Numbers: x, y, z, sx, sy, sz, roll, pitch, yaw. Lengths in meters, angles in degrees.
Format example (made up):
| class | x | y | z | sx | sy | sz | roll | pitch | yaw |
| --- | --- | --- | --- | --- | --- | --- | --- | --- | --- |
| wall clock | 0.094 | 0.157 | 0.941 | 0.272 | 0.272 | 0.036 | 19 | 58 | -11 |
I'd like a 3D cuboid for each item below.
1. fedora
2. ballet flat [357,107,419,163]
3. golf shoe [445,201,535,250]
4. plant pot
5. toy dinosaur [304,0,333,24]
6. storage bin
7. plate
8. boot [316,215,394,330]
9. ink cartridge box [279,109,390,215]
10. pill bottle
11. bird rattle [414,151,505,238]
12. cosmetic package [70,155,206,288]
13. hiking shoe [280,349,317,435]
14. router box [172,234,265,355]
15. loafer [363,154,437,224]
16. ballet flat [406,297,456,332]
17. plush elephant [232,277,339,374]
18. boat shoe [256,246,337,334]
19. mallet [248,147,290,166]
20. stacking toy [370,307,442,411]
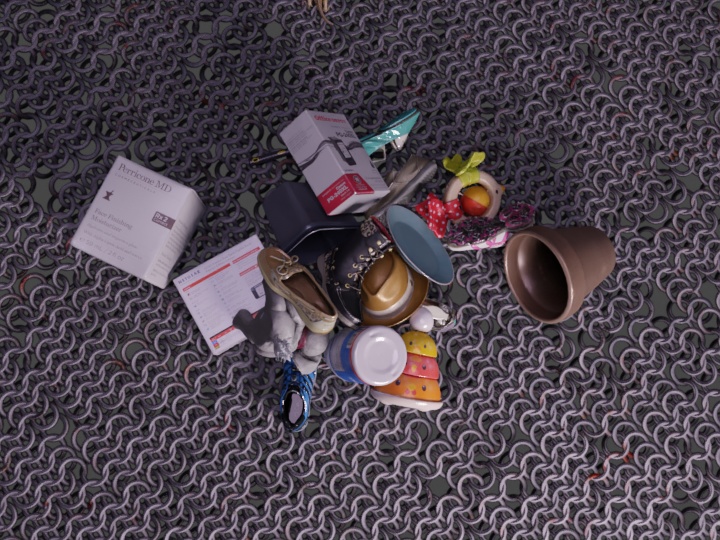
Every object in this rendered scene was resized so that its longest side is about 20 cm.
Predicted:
| class | x | y | z | sx | sy | sz | roll | pitch | yaw |
| --- | --- | --- | --- | --- | --- | --- | --- | --- | --- |
| fedora | 0.041 | 0.018 | 1.336 | 0.200 | 0.082 | 0.201 | -11 | 56 | 16 |
| ballet flat | 0.050 | -0.281 | 1.434 | 0.200 | 0.067 | 0.070 | -29 | 108 | -6 |
| golf shoe | 0.275 | -0.073 | 1.389 | 0.200 | 0.092 | 0.073 | -17 | 51 | -9 |
| plant pot | 0.425 | -0.011 | 1.354 | 0.174 | 0.200 | 0.200 | -20 | 83 | -23 |
| toy dinosaur | -0.096 | -0.614 | 1.449 | 0.058 | 0.101 | 0.200 | -5 | 82 | -3 |
| storage bin | -0.104 | -0.098 | 1.340 | 0.146 | 0.200 | 0.134 | -39 | 70 | 32 |
| plate | 0.117 | -0.049 | 1.349 | 0.026 | 0.200 | 0.200 | -39 | 84 | 28 |
| boot | -0.001 | -0.001 | 1.253 | 0.154 | 0.073 | 0.204 | -41 | 41 | 18 |
| ink cartridge box | -0.050 | -0.218 | 1.320 | 0.083 | 0.145 | 0.200 | -36 | 79 | 30 |
| pill bottle | 0.000 | 0.164 | 1.285 | 0.112 | 0.200 | 0.112 | 2 | 84 | -21 |
| bird rattle | 0.224 | -0.153 | 1.401 | 0.163 | 0.113 | 0.200 | 25 | 85 | -15 |
| cosmetic package | -0.440 | -0.093 | 1.329 | 0.165 | 0.165 | 0.200 | 24 | 81 | 0 |
| hiking shoe | -0.125 | 0.229 | 1.334 | 0.074 | 0.087 | 0.200 | 0 | 82 | -2 |
| router box | -0.258 | 0.050 | 1.374 | 0.200 | 0.049 | 0.180 | -29 | 84 | -6 |
| loafer | 0.076 | -0.173 | 1.415 | 0.200 | 0.075 | 0.070 | -43 | 72 | -10 |
| ballet flat | 0.109 | 0.073 | 1.376 | 0.200 | 0.072 | 0.072 | 19 | 82 | 1 |
| plush elephant | -0.126 | 0.112 | 1.278 | 0.165 | 0.155 | 0.200 | -56 | 43 | 19 |
| boat shoe | -0.111 | 0.025 | 1.199 | 0.200 | 0.063 | 0.073 | 46 | 55 | 11 |
| mallet | -0.143 | -0.254 | 1.431 | 0.200 | 0.041 | 0.066 | -23 | 81 | -1 |
| stacking toy | 0.105 | 0.172 | 1.317 | 0.146 | 0.146 | 0.200 | 9 | 85 | -1 |
